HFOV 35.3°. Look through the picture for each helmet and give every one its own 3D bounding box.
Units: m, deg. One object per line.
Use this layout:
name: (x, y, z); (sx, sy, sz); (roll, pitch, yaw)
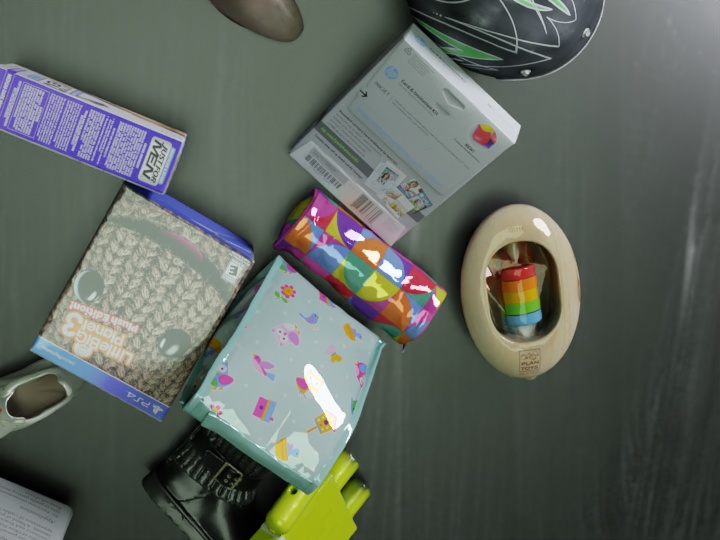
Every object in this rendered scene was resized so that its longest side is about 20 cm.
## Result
helmet: (0.141, -0.289, 1.136); (0.197, 0.191, 0.203); (-1, 102, -6)

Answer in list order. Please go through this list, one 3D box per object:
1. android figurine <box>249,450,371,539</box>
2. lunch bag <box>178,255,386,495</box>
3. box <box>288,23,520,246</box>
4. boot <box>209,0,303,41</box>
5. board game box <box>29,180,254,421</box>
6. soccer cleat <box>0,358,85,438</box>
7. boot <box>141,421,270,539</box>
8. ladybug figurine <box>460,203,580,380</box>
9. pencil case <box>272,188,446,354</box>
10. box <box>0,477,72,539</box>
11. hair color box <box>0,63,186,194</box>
android figurine: (-0.063, 0.299, 1.253); (0.200, 0.041, 0.183); (-49, 144, -27)
lunch bag: (-0.085, 0.118, 1.189); (0.170, 0.201, 0.122); (38, 136, -13)
box: (0.043, -0.136, 1.183); (0.156, 0.041, 0.200); (40, 130, -12)
boot: (-0.133, -0.300, 1.126); (0.199, 0.146, 0.070); (37, 94, -13)
board game box: (-0.229, 0.027, 1.208); (0.158, 0.097, 0.201); (29, 97, -11)
soccer cleat: (-0.390, 0.149, 1.221); (0.198, 0.078, 0.070); (-27, 103, 5)
boot: (-0.125, 0.251, 1.275); (0.158, 0.079, 0.211); (-43, 103, 3)
ladybug figurine: (0.175, 0.023, 1.267); (0.134, 0.072, 0.203); (-6, 102, -6)
pencil case: (0.000, 0.000, 1.237); (0.200, 0.088, 0.089); (40, 95, -12)
box: (-0.445, 0.333, 1.195); (0.197, 0.172, 0.201); (26, 108, -11)
hair color box: (-0.281, -0.147, 1.160); (0.198, 0.109, 0.065); (23, 97, -11)
